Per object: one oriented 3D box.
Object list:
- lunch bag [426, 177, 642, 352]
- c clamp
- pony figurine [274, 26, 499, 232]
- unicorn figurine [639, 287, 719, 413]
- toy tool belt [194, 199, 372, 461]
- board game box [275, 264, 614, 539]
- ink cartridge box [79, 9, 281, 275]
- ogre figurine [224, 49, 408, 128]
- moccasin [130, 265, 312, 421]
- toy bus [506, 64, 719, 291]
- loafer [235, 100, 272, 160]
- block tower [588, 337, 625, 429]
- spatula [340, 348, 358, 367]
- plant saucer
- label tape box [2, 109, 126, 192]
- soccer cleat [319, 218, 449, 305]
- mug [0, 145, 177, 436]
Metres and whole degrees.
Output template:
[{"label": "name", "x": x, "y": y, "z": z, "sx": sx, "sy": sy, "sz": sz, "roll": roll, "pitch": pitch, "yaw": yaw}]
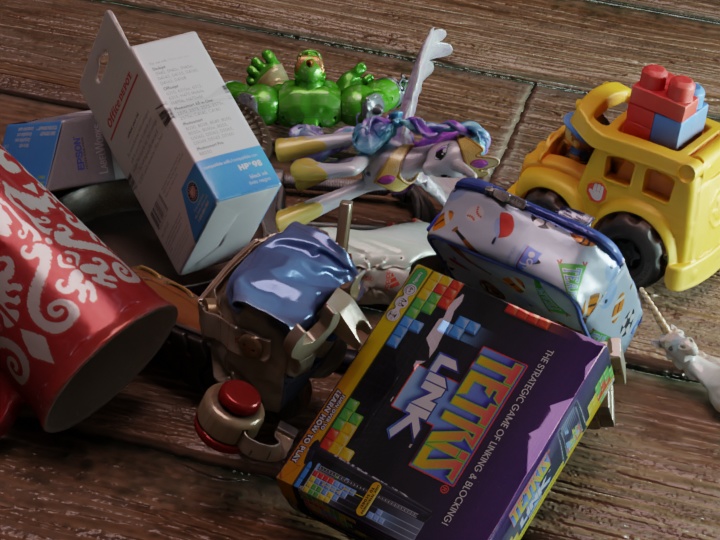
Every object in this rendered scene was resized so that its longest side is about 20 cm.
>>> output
[{"label": "lunch bag", "x": 0.136, "y": 0.003, "z": 1.502, "sx": 0.160, "sy": 0.200, "sz": 0.076, "roll": 25, "pitch": 74, "yaw": 26}, {"label": "c clamp", "x": -0.023, "y": -0.069, "z": 1.745, "sx": 0.198, "sy": 0.027, "sz": 0.171, "roll": 7, "pitch": 31, "yaw": 4}, {"label": "pony figurine", "x": 0.029, "y": -0.104, "z": 1.661, "sx": 0.199, "sy": 0.167, "sz": 0.193, "roll": -11, "pitch": 23, "yaw": 12}, {"label": "unicorn figurine", "x": 0.322, "y": 0.092, "z": 1.510, "sx": 0.199, "sy": 0.074, "sz": 0.137, "roll": 11, "pitch": 20, "yaw": -18}, {"label": "toy tool belt", "x": -0.056, "y": 0.032, "z": 1.372, "sx": 0.124, "sy": 0.123, "sz": 0.200, "roll": 28, "pitch": 34, "yaw": 2}, {"label": "board game box", "x": 0.062, "y": 0.112, "z": 1.352, "sx": 0.165, "sy": 0.057, "sz": 0.201, "roll": 22, "pitch": 66, "yaw": 27}, {"label": "ink cartridge box", "x": -0.153, "y": -0.113, "z": 1.569, "sx": 0.066, "sy": 0.116, "sz": 0.201, "roll": -18, "pitch": 68, "yaw": -31}, {"label": "ogre figurine", "x": -0.047, "y": -0.166, "z": 1.843, "sx": 0.199, "sy": 0.099, "sz": 0.120, "roll": 19, "pitch": 12, "yaw": -7}, {"label": "moccasin", "x": -0.119, "y": 0.054, "z": 1.489, "sx": 0.201, "sy": 0.074, "sz": 0.078, "roll": 23, "pitch": 40, "yaw": 28}, {"label": "toy bus", "x": 0.238, "y": -0.102, "z": 1.686, "sx": 0.199, "sy": 0.193, "sz": 0.136, "roll": 23, "pitch": 37, "yaw": 29}, {"label": "loafer", "x": -0.149, "y": -0.128, "z": 1.781, "sx": 0.076, "sy": 0.068, "sz": 0.200, "roll": -19, "pitch": 39, "yaw": -29}, {"label": "block tower", "x": 0.100, "y": 0.088, "z": 1.431, "sx": 0.198, "sy": 0.054, "sz": 0.058, "roll": -3, "pitch": 66, "yaw": 10}, {"label": "spatula", "x": -0.067, "y": 0.053, "z": 1.545, "sx": 0.199, "sy": 0.021, "sz": 0.057, "roll": 17, "pitch": 23, "yaw": 15}, {"label": "plant saucer", "x": -0.181, "y": -0.023, "z": 1.639, "sx": 0.199, "sy": 0.032, "sz": 0.201, "roll": 3, "pitch": 31, "yaw": -2}, {"label": "label tape box", "x": -0.255, "y": -0.108, "z": 1.687, "sx": 0.199, "sy": 0.064, "sz": 0.144, "roll": -13, "pitch": 9, "yaw": -29}, {"label": "soccer cleat", "x": 0.000, "y": 0.000, "z": 1.603, "sx": 0.199, "sy": 0.070, "sz": 0.078, "roll": -12, "pitch": 38, "yaw": -31}, {"label": "mug", "x": -0.266, "y": 0.015, "z": 1.409, "sx": 0.177, "sy": 0.134, "sz": 0.200, "roll": -37, "pitch": 77, "yaw": -31}]
